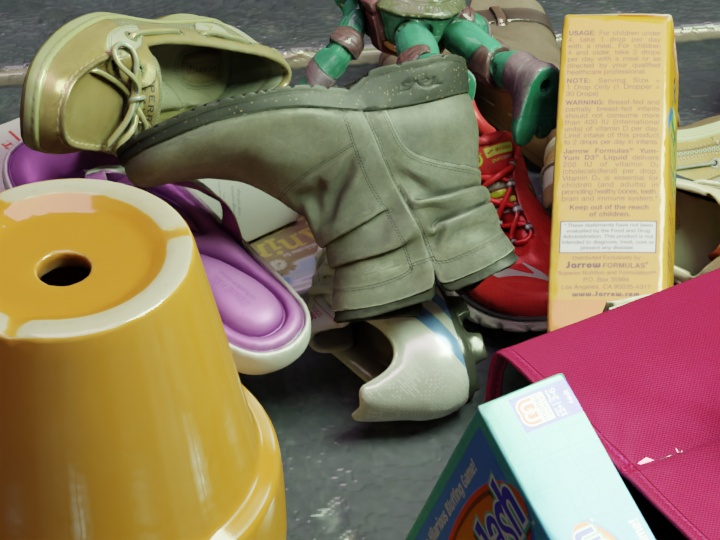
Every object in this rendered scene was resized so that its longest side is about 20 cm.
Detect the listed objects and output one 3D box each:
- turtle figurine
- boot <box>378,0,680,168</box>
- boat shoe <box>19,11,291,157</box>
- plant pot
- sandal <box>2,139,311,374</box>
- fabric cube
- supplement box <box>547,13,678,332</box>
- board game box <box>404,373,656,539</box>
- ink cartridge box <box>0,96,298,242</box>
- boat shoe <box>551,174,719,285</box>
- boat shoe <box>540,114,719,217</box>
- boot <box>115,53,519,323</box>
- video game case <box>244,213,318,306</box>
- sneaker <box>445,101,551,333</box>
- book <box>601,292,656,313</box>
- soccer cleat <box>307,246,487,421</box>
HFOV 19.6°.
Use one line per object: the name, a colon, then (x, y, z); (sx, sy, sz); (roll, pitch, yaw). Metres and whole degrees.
turtle figurine: (0.027, -0.135, 1.235); (0.149, 0.101, 0.200); (-21, 35, -21)
boot: (0.109, -0.132, 1.367); (0.198, 0.071, 0.147); (4, 35, 6)
boat shoe: (-0.112, -0.102, 1.148); (0.063, 0.074, 0.200); (15, 16, 25)
plant pot: (-0.138, 0.065, 1.016); (0.199, 0.184, 0.201); (-1, 37, 1)
sandal: (-0.104, -0.024, 1.123); (0.202, 0.050, 0.082); (35, 52, 15)
fabric cube: (0.187, 0.127, 0.919); (0.198, 0.197, 0.200); (-20, 41, -23)
supplement box: (0.140, -0.041, 1.145); (0.068, 0.067, 0.201); (-2, 64, 11)
board game box: (0.092, 0.164, 0.850); (0.045, 0.152, 0.201); (-19, 66, -22)
ink cartridge box: (-0.149, -0.046, 1.223); (0.199, 0.068, 0.117); (-24, 44, -28)
boat shoe: (0.205, -0.018, 1.193); (0.199, 0.072, 0.063); (20, 5, 20)
boat shoe: (0.208, -0.047, 1.265); (0.199, 0.072, 0.076); (-1, 48, 16)
boot: (-0.020, -0.032, 1.094); (0.199, 0.132, 0.068); (-12, 0, -8)
video game case: (-0.087, -0.026, 1.268); (0.199, 0.022, 0.182); (-17, 40, -20)
sneaker: (0.075, -0.038, 1.228); (0.077, 0.085, 0.200); (-15, 39, -17)
book: (0.211, 0.045, 1.081); (0.199, 0.134, 0.048); (-12, 66, -13)
soccer cleat: (0.000, 0.000, 1.170); (0.086, 0.070, 0.201); (-12, 51, -17)
